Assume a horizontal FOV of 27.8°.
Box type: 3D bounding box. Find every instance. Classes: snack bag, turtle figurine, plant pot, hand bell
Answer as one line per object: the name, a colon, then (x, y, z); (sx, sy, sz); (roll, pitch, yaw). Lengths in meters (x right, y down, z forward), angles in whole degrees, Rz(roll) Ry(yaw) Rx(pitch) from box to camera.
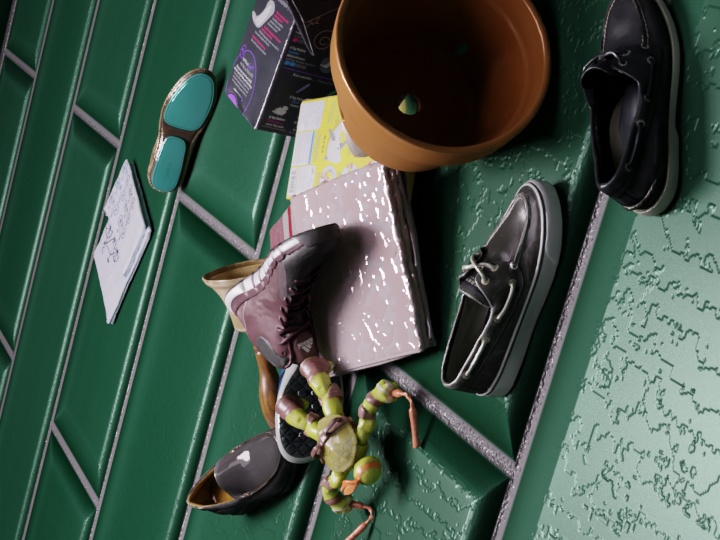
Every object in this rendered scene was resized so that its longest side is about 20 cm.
snack bag: (-0.385, -0.046, 2.315); (0.200, 0.021, 0.189); (-62, 33, 31)
turtle figurine: (-0.026, 0.175, 1.474); (0.161, 0.064, 0.200); (46, 126, 40)
plant pot: (0.059, -0.179, 1.350); (0.140, 0.200, 0.201); (131, 143, -70)
hand bell: (-0.109, 0.093, 1.665); (0.104, 0.104, 0.200); (11, 115, 63)

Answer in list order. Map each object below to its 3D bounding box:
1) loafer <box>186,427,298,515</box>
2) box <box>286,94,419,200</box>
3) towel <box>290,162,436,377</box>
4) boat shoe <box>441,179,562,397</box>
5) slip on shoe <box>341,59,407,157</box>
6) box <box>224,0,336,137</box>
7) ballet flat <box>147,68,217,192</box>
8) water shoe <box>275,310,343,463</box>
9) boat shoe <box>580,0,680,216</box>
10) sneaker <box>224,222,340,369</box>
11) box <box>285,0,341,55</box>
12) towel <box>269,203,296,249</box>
loafer: (-0.133, 0.236, 1.671); (0.200, 0.072, 0.073); (-49, 54, 48)
box: (0.001, -0.132, 1.557); (0.200, 0.048, 0.118); (0, 80, 55)
towel: (0.000, 0.000, 1.495); (0.191, 0.032, 0.200); (-18, 80, 54)
boat shoe: (0.122, 0.015, 1.280); (0.071, 0.064, 0.200); (30, 107, 61)
slip on shoe: (0.033, -0.202, 1.458); (0.060, 0.076, 0.200); (2, 55, 25)
box: (-0.064, -0.264, 1.683); (0.122, 0.106, 0.200); (51, 125, 53)
ballet flat: (-0.259, -0.208, 2.087); (0.065, 0.070, 0.200); (-102, 35, -62)
water shoe: (-0.054, 0.115, 1.600); (0.079, 0.071, 0.200); (116, 161, -74)
boat shoe: (0.208, -0.143, 1.166); (0.074, 0.066, 0.200); (-23, 61, 59)
sneaker: (-0.059, 0.035, 1.507); (0.200, 0.076, 0.116); (-40, 73, 52)
box: (0.007, -0.329, 1.436); (0.115, 0.200, 0.132); (-112, -3, -45)
towel: (-0.049, -0.044, 1.675); (0.200, 0.023, 0.144); (-47, 40, 44)
